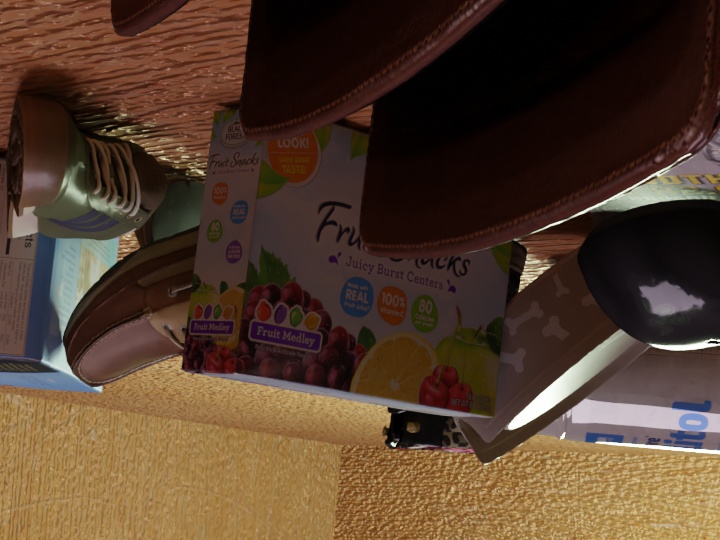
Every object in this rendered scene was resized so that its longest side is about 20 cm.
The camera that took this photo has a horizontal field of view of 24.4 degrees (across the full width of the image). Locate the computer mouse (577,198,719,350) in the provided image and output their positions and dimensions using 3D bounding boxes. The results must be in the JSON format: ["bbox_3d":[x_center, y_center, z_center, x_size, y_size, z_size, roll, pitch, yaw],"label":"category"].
[{"bbox_3d":[0.189,0.013,0.827,0.199,0.053,0.138,13,153,-42],"label":"computer mouse"}]

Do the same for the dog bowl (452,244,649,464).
[{"bbox_3d":[0.134,0.041,1.059,0.200,0.059,0.200,-36,166,-10],"label":"dog bowl"}]

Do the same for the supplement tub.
[{"bbox_3d":[0.233,0.069,1.251,0.198,0.133,0.132,4,171,5],"label":"supplement tub"}]

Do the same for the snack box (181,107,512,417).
[{"bbox_3d":[0.000,0.000,0.931,0.199,0.143,0.053,13,169,-43],"label":"snack box"}]

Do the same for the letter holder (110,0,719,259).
[{"bbox_3d":[0.004,-0.083,0.432,0.100,0.143,0.200,9,170,-21],"label":"letter holder"}]

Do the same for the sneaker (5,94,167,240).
[{"bbox_3d":[-0.153,-0.057,0.942,0.089,0.068,0.200,0,172,-14],"label":"sneaker"}]

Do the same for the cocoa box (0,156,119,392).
[{"bbox_3d":[-0.247,0.006,1.128,0.130,0.134,0.200,4,171,3],"label":"cocoa box"}]

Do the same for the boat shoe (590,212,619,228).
[{"bbox_3d":[0.209,-0.019,0.927,0.199,0.068,0.072,10,169,-27],"label":"boat shoe"}]

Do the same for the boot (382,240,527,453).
[{"bbox_3d":[0.025,0.041,1.127,0.202,0.155,0.073,11,169,-33],"label":"boot"}]

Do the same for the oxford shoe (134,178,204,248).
[{"bbox_3d":[-0.126,-0.018,1.135,0.071,0.072,0.200,22,169,15],"label":"oxford shoe"}]

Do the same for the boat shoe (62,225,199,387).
[{"bbox_3d":[-0.096,0.018,1.037,0.199,0.074,0.076,-33,144,13],"label":"boat shoe"}]

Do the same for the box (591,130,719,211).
[{"bbox_3d":[0.144,-0.065,0.747,0.199,0.049,0.158,0,171,24],"label":"box"}]
